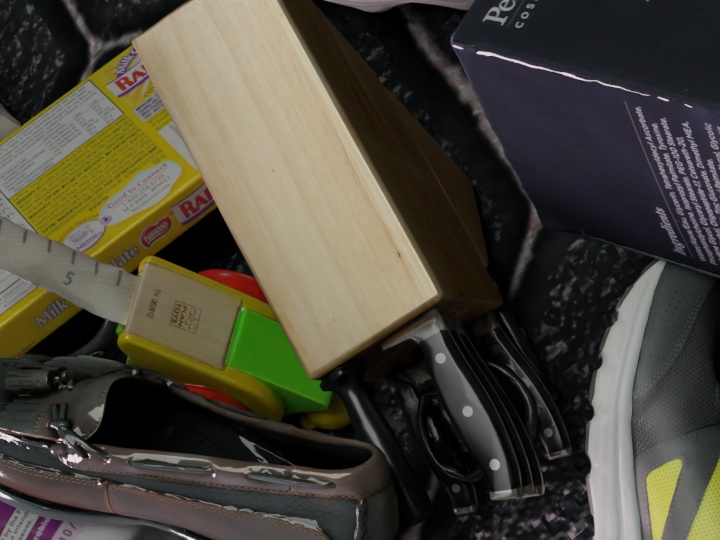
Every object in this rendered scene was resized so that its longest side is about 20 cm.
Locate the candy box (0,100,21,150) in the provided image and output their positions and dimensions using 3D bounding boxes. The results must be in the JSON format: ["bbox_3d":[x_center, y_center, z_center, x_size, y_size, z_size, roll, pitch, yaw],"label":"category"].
[{"bbox_3d":[-0.264,-0.060,1.069,0.168,0.072,0.200,-51,41,6],"label":"candy box"}]

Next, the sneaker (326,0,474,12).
[{"bbox_3d":[-0.019,-0.143,0.985,0.200,0.081,0.075,21,90,53],"label":"sneaker"}]

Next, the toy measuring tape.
[{"bbox_3d":[-0.092,0.022,0.925,0.074,0.200,0.074,-55,21,33],"label":"toy measuring tape"}]

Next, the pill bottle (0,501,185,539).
[{"bbox_3d":[-0.154,0.110,0.956,0.200,0.112,0.112,17,83,32],"label":"pill bottle"}]

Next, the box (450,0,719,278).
[{"bbox_3d":[0.174,-0.098,0.796,0.197,0.124,0.200,17,66,35],"label":"box"}]

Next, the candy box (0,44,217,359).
[{"bbox_3d":[-0.109,-0.039,0.978,0.200,0.026,0.102,-37,42,-9],"label":"candy box"}]

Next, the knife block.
[{"bbox_3d":[0.000,0.000,0.870,0.064,0.200,0.176,-33,32,17],"label":"knife block"}]

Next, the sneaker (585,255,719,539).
[{"bbox_3d":[0.126,0.092,0.834,0.085,0.074,0.200,2,80,17],"label":"sneaker"}]

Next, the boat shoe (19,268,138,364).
[{"bbox_3d":[-0.169,0.013,1.027,0.201,0.063,0.074,3,78,32],"label":"boat shoe"}]

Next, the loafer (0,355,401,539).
[{"bbox_3d":[-0.074,0.061,0.859,0.200,0.072,0.063,18,128,18],"label":"loafer"}]
